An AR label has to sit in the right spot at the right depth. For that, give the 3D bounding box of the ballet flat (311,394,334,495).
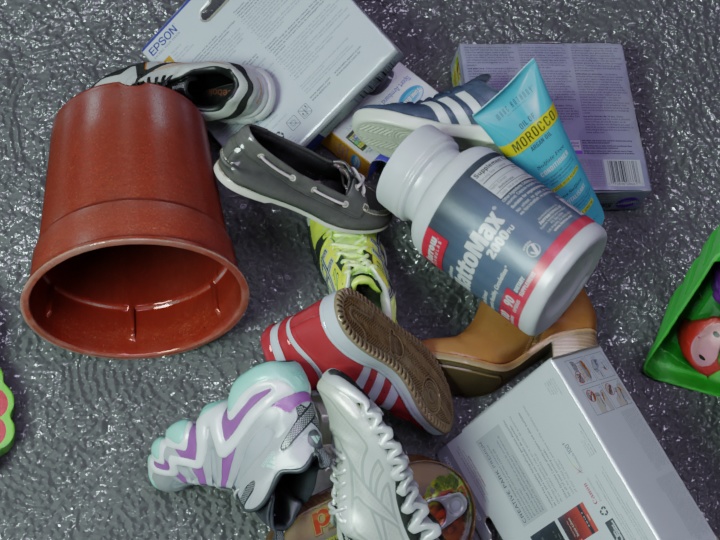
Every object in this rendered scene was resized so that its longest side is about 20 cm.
[{"bbox_3d":[-0.034,0.160,1.130,0.069,0.070,0.202,-7,67,-12],"label":"ballet flat"}]

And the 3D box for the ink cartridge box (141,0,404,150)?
[{"bbox_3d":[-0.090,-0.219,1.258,0.196,0.043,0.200,-43,77,10],"label":"ink cartridge box"}]

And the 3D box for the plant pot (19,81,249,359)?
[{"bbox_3d":[-0.209,-0.053,1.140,0.199,0.201,0.197,-3,58,-10],"label":"plant pot"}]

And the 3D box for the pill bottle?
[{"bbox_3d":[0.116,-0.043,1.155,0.199,0.120,0.120,37,65,19],"label":"pill bottle"}]

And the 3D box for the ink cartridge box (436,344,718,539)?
[{"bbox_3d":[0.187,0.200,1.119,0.083,0.176,0.201,-9,63,-46],"label":"ink cartridge box"}]

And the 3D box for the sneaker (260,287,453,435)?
[{"bbox_3d":[-0.005,0.095,1.110,0.112,0.200,0.072,-22,42,28],"label":"sneaker"}]

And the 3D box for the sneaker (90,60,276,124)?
[{"bbox_3d":[-0.187,-0.178,1.223,0.198,0.080,0.075,-4,88,17],"label":"sneaker"}]

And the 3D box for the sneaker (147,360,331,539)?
[{"bbox_3d":[-0.100,0.180,1.046,0.077,0.200,0.141,0,59,-46],"label":"sneaker"}]

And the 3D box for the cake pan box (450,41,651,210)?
[{"bbox_3d":[0.203,-0.154,1.321,0.198,0.052,0.186,-3,68,-10],"label":"cake pan box"}]

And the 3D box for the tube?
[{"bbox_3d":[0.177,-0.109,1.196,0.077,0.200,0.050,-45,40,-7],"label":"tube"}]

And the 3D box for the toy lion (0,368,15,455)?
[{"bbox_3d":[-0.392,0.100,1.108,0.190,0.069,0.201,23,63,-6],"label":"toy lion"}]

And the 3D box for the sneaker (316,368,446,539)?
[{"bbox_3d":[0.005,0.177,1.030,0.081,0.075,0.201,-26,104,-8],"label":"sneaker"}]

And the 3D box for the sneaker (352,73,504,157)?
[{"bbox_3d":[0.091,-0.158,1.248,0.198,0.075,0.085,7,68,-6],"label":"sneaker"}]

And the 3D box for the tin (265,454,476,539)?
[{"bbox_3d":[0.007,0.235,1.090,0.198,0.042,0.113,-21,107,-18],"label":"tin"}]

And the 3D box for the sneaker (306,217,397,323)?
[{"bbox_3d":[0.000,0.000,1.203,0.075,0.077,0.201,-14,66,-13],"label":"sneaker"}]

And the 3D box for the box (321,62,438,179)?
[{"bbox_3d":[-0.013,-0.187,1.308,0.200,0.042,0.119,40,67,8],"label":"box"}]

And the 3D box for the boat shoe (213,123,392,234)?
[{"bbox_3d":[-0.041,-0.084,1.162,0.199,0.057,0.067,15,35,-34],"label":"boat shoe"}]

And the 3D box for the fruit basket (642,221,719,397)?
[{"bbox_3d":[0.368,0.070,1.159,0.154,0.216,0.217,15,64,-2],"label":"fruit basket"}]

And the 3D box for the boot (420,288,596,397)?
[{"bbox_3d":[0.134,0.037,1.207,0.198,0.077,0.157,0,64,-7],"label":"boot"}]
